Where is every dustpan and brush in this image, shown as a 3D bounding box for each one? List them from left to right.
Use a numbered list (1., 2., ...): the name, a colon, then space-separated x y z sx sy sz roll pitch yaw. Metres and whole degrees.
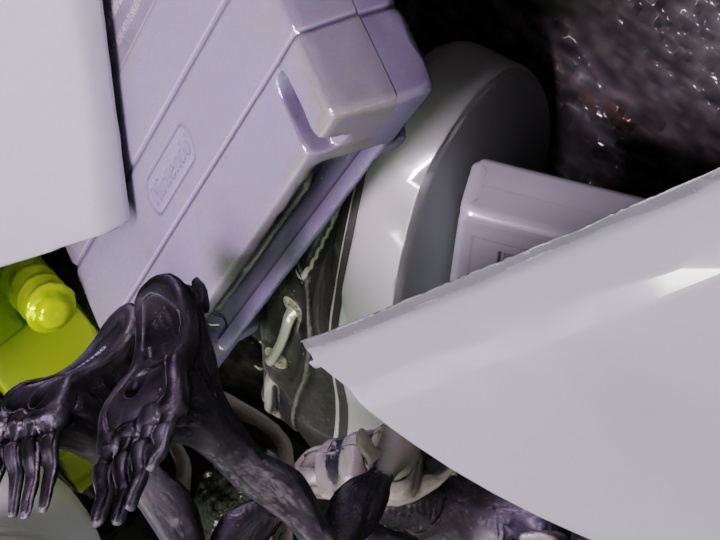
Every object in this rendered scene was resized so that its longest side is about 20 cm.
1. dustpan and brush: 0.104 0.039 0.668 0.200 0.057 0.139 42 138 -24

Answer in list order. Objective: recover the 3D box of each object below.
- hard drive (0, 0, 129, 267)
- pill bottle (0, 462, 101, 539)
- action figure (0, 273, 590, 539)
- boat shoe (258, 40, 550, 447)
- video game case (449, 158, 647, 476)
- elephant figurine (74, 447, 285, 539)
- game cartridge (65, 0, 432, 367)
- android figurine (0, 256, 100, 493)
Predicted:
1. hard drive: -0.126 -0.083 0.666 0.027 0.132 0.200 44 145 52
2. pill bottle: -0.140 0.082 0.852 0.200 0.114 0.114 41 166 51
3. action figure: 0.005 0.081 0.724 0.200 0.102 0.119 30 156 -30
4. boat shoe: 0.000 0.000 0.771 0.064 0.071 0.200 34 153 14
5. video game case: 0.088 0.048 0.751 0.143 0.018 0.200 14 150 6
6. elephant figurine: -0.096 0.122 0.976 0.141 0.155 0.200 24 170 15
7. game cartridge: -0.046 -0.058 0.718 0.130 0.038 0.200 70 158 13
8. android figurine: -0.118 -0.009 0.876 0.200 0.041 0.182 38 164 55
